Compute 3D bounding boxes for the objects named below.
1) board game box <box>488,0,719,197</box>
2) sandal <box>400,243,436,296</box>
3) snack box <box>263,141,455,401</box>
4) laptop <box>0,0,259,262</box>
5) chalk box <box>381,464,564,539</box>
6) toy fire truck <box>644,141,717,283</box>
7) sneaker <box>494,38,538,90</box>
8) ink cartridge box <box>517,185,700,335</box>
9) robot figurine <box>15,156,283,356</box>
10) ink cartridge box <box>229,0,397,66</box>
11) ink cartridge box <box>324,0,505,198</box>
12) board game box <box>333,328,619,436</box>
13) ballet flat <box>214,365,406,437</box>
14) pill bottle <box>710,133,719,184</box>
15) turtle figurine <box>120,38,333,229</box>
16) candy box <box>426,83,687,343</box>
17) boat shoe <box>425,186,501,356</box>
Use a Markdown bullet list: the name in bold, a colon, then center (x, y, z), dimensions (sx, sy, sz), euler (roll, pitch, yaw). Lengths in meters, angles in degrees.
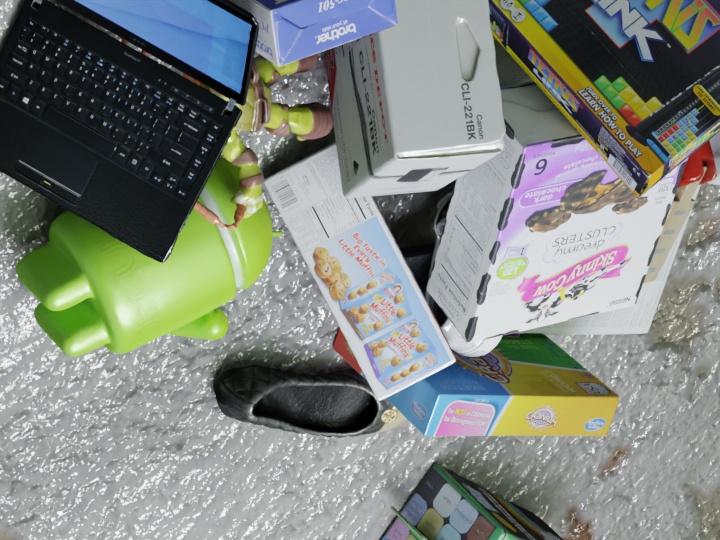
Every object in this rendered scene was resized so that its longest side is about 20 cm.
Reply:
- **board game box**: center (0.201, -0.181, 1.444), dimensions (0.165, 0.200, 0.057), euler (-39, 169, -10)
- **sandal**: center (0.073, 0.008, 1.725), dimensions (0.200, 0.043, 0.076), euler (1, 121, -46)
- **snack box**: center (0.000, 0.000, 1.592), dimensions (0.072, 0.024, 0.200), euler (-27, 95, 3)
- **laptop**: center (-0.178, -0.126, 1.364), dimensions (0.200, 0.177, 0.103), euler (-61, 174, 12)
- **chalk box**: center (0.099, 0.273, 1.840), dimensions (0.200, 0.125, 0.124), euler (29, 98, -40)
- **toy fire truck**: center (0.224, -0.093, 1.676), dimensions (0.176, 0.129, 0.200), euler (-9, 83, -31)
- **sneaker**: center (0.171, -0.165, 1.548), dimensions (0.200, 0.074, 0.116), euler (-38, 138, 5)
- **ink cartridge box**: center (0.198, -0.021, 1.785), dimensions (0.200, 0.050, 0.162), euler (2, 115, -34)
- **robot figurine**: center (-0.153, -0.014, 1.500), dimensions (0.200, 0.116, 0.176), euler (-29, 124, -18)
- **ink cartridge box**: center (-0.066, -0.205, 1.389), dimensions (0.094, 0.200, 0.044), euler (-21, 124, -22)
- **ink cartridge box**: center (0.035, -0.139, 1.463), dimensions (0.084, 0.200, 0.145), euler (-6, 85, -12)
- **board game box**: center (0.100, 0.088, 1.710), dimensions (0.200, 0.153, 0.040), euler (3, 115, -36)
- **ballet flat**: center (-0.036, 0.119, 1.699), dimensions (0.200, 0.057, 0.067), euler (7, 113, -37)
- **pill bottle**: center (0.389, -0.134, 1.793), dimensions (0.200, 0.112, 0.113), euler (-3, 118, -33)
- **turtle figurine**: center (-0.093, -0.136, 1.471), dimensions (0.064, 0.200, 0.161), euler (-31, 172, 39)
- **candy box**: center (0.156, -0.051, 1.547), dimensions (0.168, 0.072, 0.200), euler (-12, 136, -27)
- **boat shoe**: center (0.091, -0.032, 1.652), dimensions (0.068, 0.072, 0.200), euler (23, 78, -42)
